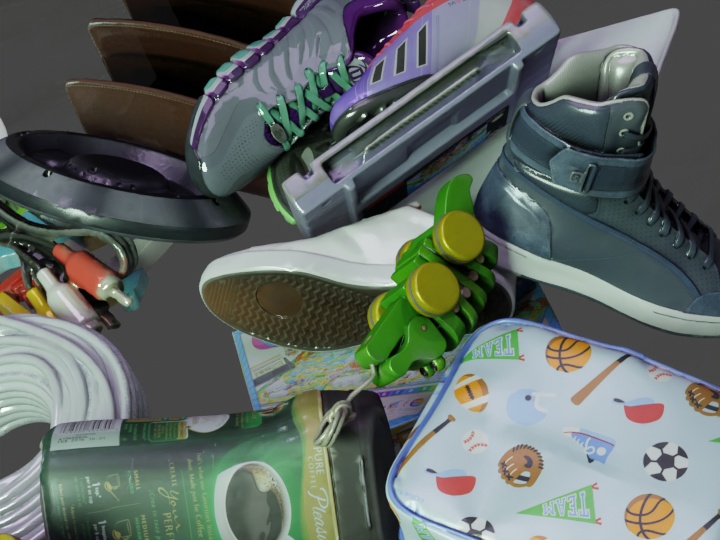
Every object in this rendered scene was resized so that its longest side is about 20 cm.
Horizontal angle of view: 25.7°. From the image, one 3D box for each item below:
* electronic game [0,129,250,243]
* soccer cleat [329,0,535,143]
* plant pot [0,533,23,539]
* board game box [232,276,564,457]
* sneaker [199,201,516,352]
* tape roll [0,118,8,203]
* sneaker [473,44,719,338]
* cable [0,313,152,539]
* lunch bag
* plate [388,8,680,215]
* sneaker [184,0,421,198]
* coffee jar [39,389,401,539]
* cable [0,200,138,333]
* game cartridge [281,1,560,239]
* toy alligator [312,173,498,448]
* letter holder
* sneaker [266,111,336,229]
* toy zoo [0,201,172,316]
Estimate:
[{"bbox_3d":[-0.176,-0.059,1.131,0.199,0.042,0.200,14,15,-4],"label":"electronic game"},{"bbox_3d":[0.046,-0.146,1.085,0.200,0.068,0.073,-31,76,-30],"label":"soccer cleat"},{"bbox_3d":[-0.216,0.241,0.810,0.199,0.177,0.201,-4,44,18],"label":"plant pot"},{"bbox_3d":[0.027,0.057,1.006,0.199,0.034,0.135,-21,42,1],"label":"board game box"},{"bbox_3d":[0.000,0.000,1.004,0.199,0.073,0.085,0,42,7],"label":"sneaker"},{"bbox_3d":[-0.374,-0.084,1.228,0.202,0.037,0.203,6,45,-6],"label":"tape roll"},{"bbox_3d":[0.176,-0.047,0.927,0.201,0.147,0.077,17,34,-4],"label":"sneaker"},{"bbox_3d":[-0.232,0.119,1.017,0.199,0.069,0.201,4,53,23],"label":"cable"},{"bbox_3d":[0.116,0.119,0.861,0.199,0.076,0.161,17,58,24],"label":"lunch bag"},{"bbox_3d":[0.119,-0.092,1.095,0.199,0.032,0.200,-11,36,32],"label":"plate"},{"bbox_3d":[-0.040,-0.130,1.094,0.087,0.075,0.200,12,59,44],"label":"sneaker"},{"bbox_3d":[-0.077,0.128,0.901,0.199,0.105,0.085,-7,8,-2],"label":"coffee jar"},{"bbox_3d":[-0.235,-0.017,1.113,0.200,0.097,0.050,37,20,15],"label":"cable"},{"bbox_3d":[0.041,-0.088,1.030,0.200,0.130,0.038,-36,76,-4],"label":"game cartridge"},{"bbox_3d":[0.036,0.031,0.894,0.059,0.054,0.201,-37,21,56],"label":"toy alligator"},{"bbox_3d":[-0.129,-0.154,1.209,0.199,0.143,0.101,15,53,34],"label":"letter holder"},{"bbox_3d":[-0.004,-0.107,1.141,0.077,0.084,0.200,33,56,-6],"label":"sneaker"},{"bbox_3d":[-0.229,-0.016,1.198,0.131,0.021,0.200,-41,45,-20],"label":"toy zoo"}]
